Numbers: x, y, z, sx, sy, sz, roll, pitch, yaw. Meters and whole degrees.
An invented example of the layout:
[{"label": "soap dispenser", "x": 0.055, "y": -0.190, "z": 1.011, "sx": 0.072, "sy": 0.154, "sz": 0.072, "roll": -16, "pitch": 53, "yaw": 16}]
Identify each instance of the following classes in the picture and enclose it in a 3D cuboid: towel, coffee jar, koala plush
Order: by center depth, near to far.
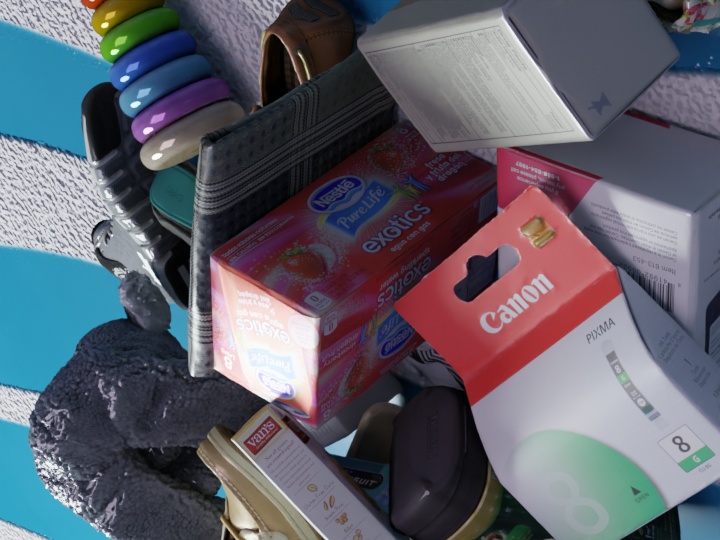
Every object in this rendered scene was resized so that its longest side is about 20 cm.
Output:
[{"label": "coffee jar", "x": 0.112, "y": 0.154, "z": 1.261, "sx": 0.200, "sy": 0.104, "sz": 0.085, "roll": 25, "pitch": 132, "yaw": -22}, {"label": "towel", "x": -0.047, "y": -0.048, "z": 1.280, "sx": 0.035, "sy": 0.200, "sz": 0.193, "roll": 28, "pitch": 132, "yaw": 28}, {"label": "koala plush", "x": -0.170, "y": 0.096, "z": 1.445, "sx": 0.178, "sy": 0.184, "sz": 0.200, "roll": -67, "pitch": 23, "yaw": 17}]

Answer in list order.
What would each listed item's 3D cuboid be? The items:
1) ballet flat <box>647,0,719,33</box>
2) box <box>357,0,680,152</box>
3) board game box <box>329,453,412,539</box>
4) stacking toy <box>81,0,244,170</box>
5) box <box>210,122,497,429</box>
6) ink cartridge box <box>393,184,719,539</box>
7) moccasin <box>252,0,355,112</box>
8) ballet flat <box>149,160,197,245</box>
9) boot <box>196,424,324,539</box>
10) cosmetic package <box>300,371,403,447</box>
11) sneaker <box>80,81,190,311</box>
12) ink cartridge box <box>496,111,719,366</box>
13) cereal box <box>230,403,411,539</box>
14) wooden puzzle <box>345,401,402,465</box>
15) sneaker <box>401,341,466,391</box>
[{"label": "ballet flat", "x": 0.135, "y": -0.206, "z": 1.074, "sx": 0.200, "sy": 0.064, "sz": 0.076, "roll": 42, "pitch": 140, "yaw": 18}, {"label": "box", "x": 0.087, "y": -0.129, "z": 1.114, "sx": 0.095, "sy": 0.078, "sz": 0.200, "roll": 53, "pitch": 162, "yaw": -17}, {"label": "board game box", "x": 0.013, "y": 0.210, "z": 1.442, "sx": 0.200, "sy": 0.047, "sz": 0.151, "roll": 6, "pitch": 134, "yaw": 42}, {"label": "stacking toy", "x": -0.166, "y": -0.179, "z": 1.418, "sx": 0.085, "sy": 0.085, "sz": 0.200, "roll": -30, "pitch": 87, "yaw": 53}, {"label": "box", "x": 0.000, "y": 0.000, "z": 1.263, "sx": 0.095, "sy": 0.200, "sz": 0.103, "roll": 28, "pitch": 136, "yaw": 28}, {"label": "ink cartridge box", "x": 0.122, "y": 0.067, "z": 1.151, "sx": 0.200, "sy": 0.050, "sz": 0.161, "roll": 44, "pitch": 135, "yaw": -4}, {"label": "moccasin", "x": -0.046, "y": -0.098, "z": 1.336, "sx": 0.074, "sy": 0.078, "sz": 0.202, "roll": 38, "pitch": 143, "yaw": 22}, {"label": "ballet flat", "x": -0.093, "y": -0.029, "z": 1.426, "sx": 0.064, "sy": 0.067, "sz": 0.200, "roll": 31, "pitch": -175, "yaw": -37}, {"label": "boot", "x": -0.101, "y": 0.217, "z": 1.365, "sx": 0.200, "sy": 0.155, "sz": 0.073, "roll": 57, "pitch": 176, "yaw": -37}, {"label": "cosmetic package", "x": -0.065, "y": 0.099, "z": 1.513, "sx": 0.102, "sy": 0.071, "sz": 0.200, "roll": 56, "pitch": 143, "yaw": -3}, {"label": "sneaker", "x": -0.195, "y": -0.054, "z": 1.540, "sx": 0.115, "sy": 0.075, "sz": 0.200, "roll": -2, "pitch": 117, "yaw": 51}, {"label": "ink cartridge box", "x": 0.166, "y": 0.010, "z": 1.186, "sx": 0.145, "sy": 0.084, "sz": 0.200, "roll": 23, "pitch": 132, "yaw": 34}, {"label": "cereal box", "x": -0.003, "y": 0.171, "z": 1.280, "sx": 0.200, "sy": 0.040, "sz": 0.144, "roll": 47, "pitch": 178, "yaw": 2}, {"label": "wooden puzzle", "x": 0.074, "y": 0.194, "z": 1.447, "sx": 0.200, "sy": 0.037, "sz": 0.185, "roll": 39, "pitch": 152, "yaw": 11}, {"label": "sneaker", "x": 0.067, "y": 0.079, "z": 1.353, "sx": 0.200, "sy": 0.075, "sz": 0.115, "roll": 28, "pitch": 133, "yaw": 27}]
